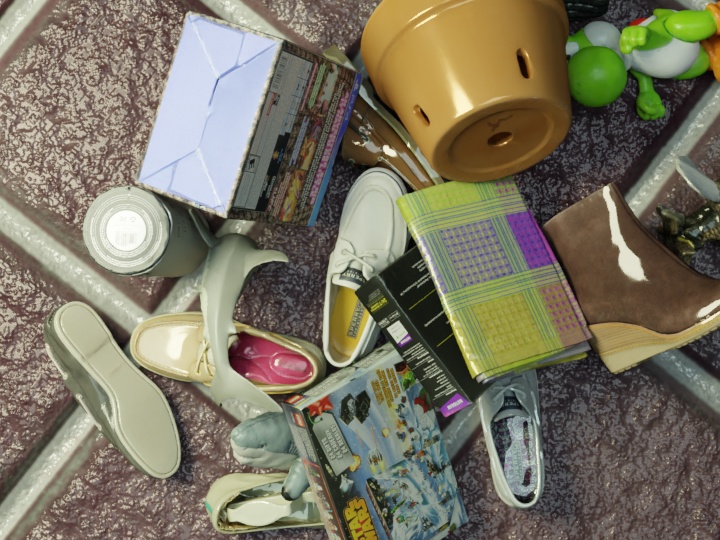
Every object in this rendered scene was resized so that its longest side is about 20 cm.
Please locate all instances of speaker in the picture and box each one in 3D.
[{"bbox_3d":[-0.196,-0.034,1.213,0.081,0.200,0.082,0,90,3],"label":"speaker"}]

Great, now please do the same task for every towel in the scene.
[{"bbox_3d":[0.126,0.005,1.212,0.143,0.023,0.200,-15,73,-31],"label":"towel"}]

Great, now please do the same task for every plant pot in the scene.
[{"bbox_3d":[0.112,-0.176,1.208,0.199,0.200,0.140,-14,64,-2],"label":"plant pot"}]

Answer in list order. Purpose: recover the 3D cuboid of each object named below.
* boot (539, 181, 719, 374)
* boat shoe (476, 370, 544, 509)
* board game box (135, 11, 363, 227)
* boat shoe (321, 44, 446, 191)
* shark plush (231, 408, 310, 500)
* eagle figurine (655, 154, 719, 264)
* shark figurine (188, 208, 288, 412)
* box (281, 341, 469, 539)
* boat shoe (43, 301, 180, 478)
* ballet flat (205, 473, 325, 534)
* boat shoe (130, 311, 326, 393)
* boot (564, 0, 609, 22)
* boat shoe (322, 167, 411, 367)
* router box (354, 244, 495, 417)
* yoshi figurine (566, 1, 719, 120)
[{"bbox_3d":[0.268,-0.008,1.199,0.200,0.072,0.167,-31,80,40],"label":"boot"},{"bbox_3d":[0.146,0.139,1.281,0.072,0.069,0.201,-4,87,-1],"label":"boat shoe"},{"bbox_3d":[-0.097,-0.133,1.184,0.097,0.200,0.160,21,96,19],"label":"board game box"},{"bbox_3d":[0.011,-0.130,1.293,0.068,0.072,0.200,-40,80,1],"label":"boat shoe"},{"bbox_3d":[-0.030,0.145,1.249,0.199,0.091,0.083,-18,130,-14],"label":"shark plush"},{"bbox_3d":[0.398,-0.047,1.273,0.199,0.151,0.152,-12,78,9],"label":"eagle figurine"},{"bbox_3d":[-0.106,0.020,1.193,0.089,0.128,0.215,-11,45,11],"label":"shark figurine"},{"bbox_3d":[0.017,0.186,1.235,0.137,0.040,0.201,-27,110,-29],"label":"box"},{"bbox_3d":[-0.248,0.122,1.285,0.067,0.057,0.200,-35,93,-38],"label":"boat shoe"},{"bbox_3d":[-0.054,0.229,1.274,0.199,0.069,0.070,-7,88,-2],"label":"ballet flat"},{"bbox_3d":[-0.131,0.081,1.275,0.199,0.069,0.074,7,87,-2],"label":"boat shoe"},{"bbox_3d":[0.150,-0.312,1.246,0.157,0.211,0.080,-19,49,8],"label":"boot"},{"bbox_3d":[0.000,0.000,1.256,0.071,0.070,0.201,17,105,9],"label":"boat shoe"},{"bbox_3d":[0.111,0.024,1.245,0.200,0.051,0.149,-35,88,-36],"label":"router box"},{"bbox_3d":[0.282,-0.206,1.283,0.199,0.112,0.113,-8,95,1],"label":"yoshi figurine"}]
